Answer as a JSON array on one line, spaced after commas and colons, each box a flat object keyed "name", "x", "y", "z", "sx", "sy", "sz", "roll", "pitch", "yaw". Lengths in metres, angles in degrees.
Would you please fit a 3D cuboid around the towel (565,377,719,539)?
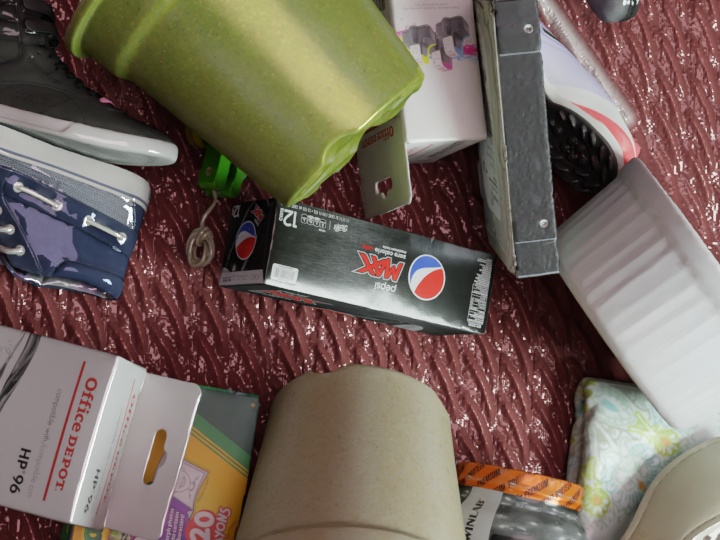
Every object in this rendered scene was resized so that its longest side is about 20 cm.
[{"name": "towel", "x": 0.244, "y": 0.195, "z": 1.279, "sx": 0.170, "sy": 0.048, "sz": 0.201, "roll": 10, "pitch": 81, "yaw": -18}]

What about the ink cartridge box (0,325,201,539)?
[{"name": "ink cartridge box", "x": -0.220, "y": 0.103, "z": 1.080, "sx": 0.199, "sy": 0.068, "sz": 0.116, "roll": 12, "pitch": 80, "yaw": 12}]

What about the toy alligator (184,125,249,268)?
[{"name": "toy alligator", "x": -0.093, "y": -0.095, "z": 1.195, "sx": 0.054, "sy": 0.059, "sz": 0.201, "roll": 21, "pitch": 75, "yaw": -57}]

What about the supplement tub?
[{"name": "supplement tub", "x": 0.100, "y": 0.248, "z": 1.187, "sx": 0.122, "sy": 0.122, "sz": 0.201, "roll": 14, "pitch": 81, "yaw": -16}]

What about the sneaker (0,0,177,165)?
[{"name": "sneaker", "x": -0.214, "y": -0.139, "z": 1.129, "sx": 0.199, "sy": 0.071, "sz": 0.100, "roll": 17, "pitch": 81, "yaw": 4}]

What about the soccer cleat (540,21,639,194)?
[{"name": "soccer cleat", "x": 0.148, "y": -0.152, "z": 1.279, "sx": 0.200, "sy": 0.068, "sz": 0.073, "roll": 54, "pitch": 37, "yaw": 5}]

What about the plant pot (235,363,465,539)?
[{"name": "plant pot", "x": -0.005, "y": 0.174, "z": 1.114, "sx": 0.200, "sy": 0.201, "sz": 0.184, "roll": 17, "pitch": 49, "yaw": -16}]

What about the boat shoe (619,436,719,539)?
[{"name": "boat shoe", "x": 0.243, "y": 0.209, "z": 1.223, "sx": 0.200, "sy": 0.072, "sz": 0.060, "roll": -46, "pitch": 135, "yaw": -28}]

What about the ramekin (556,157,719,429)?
[{"name": "ramekin", "x": 0.226, "y": 0.023, "z": 1.211, "sx": 0.098, "sy": 0.200, "sz": 0.201, "roll": -35, "pitch": 97, "yaw": 9}]

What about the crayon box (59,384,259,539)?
[{"name": "crayon box", "x": -0.149, "y": 0.178, "z": 1.145, "sx": 0.118, "sy": 0.058, "sz": 0.201, "roll": 11, "pitch": 82, "yaw": -17}]

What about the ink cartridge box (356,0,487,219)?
[{"name": "ink cartridge box", "x": 0.039, "y": -0.145, "z": 1.208, "sx": 0.068, "sy": 0.115, "sz": 0.201, "roll": -4, "pitch": 87, "yaw": -17}]

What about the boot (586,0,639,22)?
[{"name": "boot", "x": 0.127, "y": -0.268, "z": 1.273, "sx": 0.131, "sy": 0.070, "sz": 0.201, "roll": -24, "pitch": 81, "yaw": -24}]

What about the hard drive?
[{"name": "hard drive", "x": 0.110, "y": -0.106, "z": 1.191, "sx": 0.038, "sy": 0.140, "sz": 0.201, "roll": -8, "pitch": 104, "yaw": -2}]

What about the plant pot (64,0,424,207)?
[{"name": "plant pot", "x": -0.063, "y": -0.151, "z": 1.081, "sx": 0.200, "sy": 0.200, "sz": 0.184, "roll": -43, "pitch": 89, "yaw": -17}]

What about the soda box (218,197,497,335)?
[{"name": "soda box", "x": 0.000, "y": 0.000, "z": 1.180, "sx": 0.199, "sy": 0.071, "sz": 0.064, "roll": 14, "pitch": 80, "yaw": -32}]

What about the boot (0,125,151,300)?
[{"name": "boot", "x": -0.249, "y": -0.046, "z": 1.125, "sx": 0.199, "sy": 0.073, "sz": 0.091, "roll": 17, "pitch": 74, "yaw": -17}]
